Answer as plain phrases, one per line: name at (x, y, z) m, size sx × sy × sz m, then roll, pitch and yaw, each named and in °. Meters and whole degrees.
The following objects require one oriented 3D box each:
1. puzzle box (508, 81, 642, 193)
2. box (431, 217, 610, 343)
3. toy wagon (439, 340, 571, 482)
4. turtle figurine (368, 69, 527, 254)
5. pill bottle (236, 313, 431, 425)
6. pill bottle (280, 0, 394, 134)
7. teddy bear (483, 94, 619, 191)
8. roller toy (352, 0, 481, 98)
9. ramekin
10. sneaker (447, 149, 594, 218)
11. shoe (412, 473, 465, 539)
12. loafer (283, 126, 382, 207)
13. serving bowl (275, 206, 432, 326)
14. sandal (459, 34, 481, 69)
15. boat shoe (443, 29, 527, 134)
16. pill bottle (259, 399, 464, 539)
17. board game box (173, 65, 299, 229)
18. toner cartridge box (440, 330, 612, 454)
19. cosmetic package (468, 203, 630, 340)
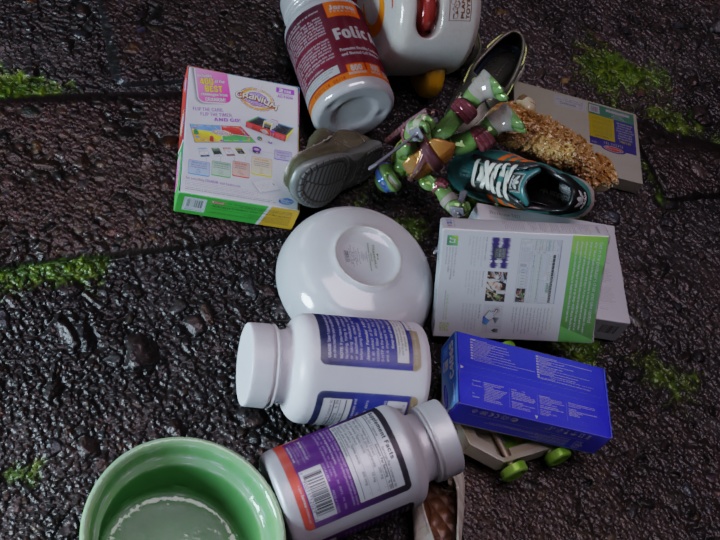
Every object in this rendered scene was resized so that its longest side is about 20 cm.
puzzle box at (0.304, -0.189, 1.685) m, size 0.197 × 0.026 × 0.135 m, roll 14°, pitch 54°, yaw -12°
box at (0.186, 0.013, 1.404) m, size 0.196 × 0.147 × 0.036 m, roll 4°, pitch 27°, yaw -1°
toy wagon at (0.190, 0.160, 1.401) m, size 0.197 × 0.040 × 0.157 m, roll -10°, pitch 63°, yaw -32°
turtle figurine at (0.114, -0.137, 1.451) m, size 0.193 × 0.200 × 0.145 m, roll -38°, pitch 100°, yaw 4°
pill bottle at (-0.032, 0.109, 1.306) m, size 0.197 × 0.120 × 0.121 m, roll 6°, pitch 56°, yaw -17°
pill bottle at (-0.036, -0.286, 1.568) m, size 0.112 × 0.115 × 0.202 m, roll -7°, pitch 61°, yaw -24°
teddy bear at (0.260, -0.172, 1.578) m, size 0.199 × 0.067 × 0.145 m, roll 35°, pitch 28°, yaw 8°
roller toy at (0.079, -0.357, 1.615) m, size 0.138 × 0.183 × 0.202 m, roll -4°, pitch 59°, yaw -23°
ramekin at (-0.178, 0.275, 1.156) m, size 0.197 × 0.098 × 0.203 m, roll 9°, pitch 55°, yaw -14°
sneaker at (0.197, -0.115, 1.511) m, size 0.197 × 0.080 × 0.073 m, roll 14°, pitch 93°, yaw 22°
shoe at (0.087, 0.248, 1.297) m, size 0.069 × 0.054 × 0.202 m, roll 12°, pitch 52°, yaw -13°
loafer at (-0.045, -0.133, 1.476) m, size 0.069 × 0.076 × 0.199 m, roll 31°, pitch 25°, yaw 17°
serving bowl at (0.000, 0.000, 1.424) m, size 0.197 × 0.066 × 0.203 m, roll 9°, pitch 55°, yaw -13°
sandal at (0.132, -0.370, 1.723) m, size 0.057 × 0.079 × 0.204 m, roll 11°, pitch 54°, yaw -43°
boat shoe at (0.171, -0.253, 1.643) m, size 0.071 × 0.061 × 0.203 m, roll 27°, pitch 61°, yaw 12°
pill bottle at (0.003, 0.207, 1.233) m, size 0.197 × 0.112 × 0.113 m, roll -20°, pitch 65°, yaw -14°
board game box at (-0.152, -0.155, 1.486) m, size 0.150 × 0.040 × 0.203 m, roll 9°, pitch 55°, yaw -15°
toner cartridge box at (0.189, 0.141, 1.359) m, size 0.197 × 0.043 × 0.096 m, roll 15°, pitch 51°, yaw -17°
cosmetic package at (0.237, 0.002, 1.519) m, size 0.197 × 0.052 × 0.153 m, roll 9°, pitch 57°, yaw -14°
